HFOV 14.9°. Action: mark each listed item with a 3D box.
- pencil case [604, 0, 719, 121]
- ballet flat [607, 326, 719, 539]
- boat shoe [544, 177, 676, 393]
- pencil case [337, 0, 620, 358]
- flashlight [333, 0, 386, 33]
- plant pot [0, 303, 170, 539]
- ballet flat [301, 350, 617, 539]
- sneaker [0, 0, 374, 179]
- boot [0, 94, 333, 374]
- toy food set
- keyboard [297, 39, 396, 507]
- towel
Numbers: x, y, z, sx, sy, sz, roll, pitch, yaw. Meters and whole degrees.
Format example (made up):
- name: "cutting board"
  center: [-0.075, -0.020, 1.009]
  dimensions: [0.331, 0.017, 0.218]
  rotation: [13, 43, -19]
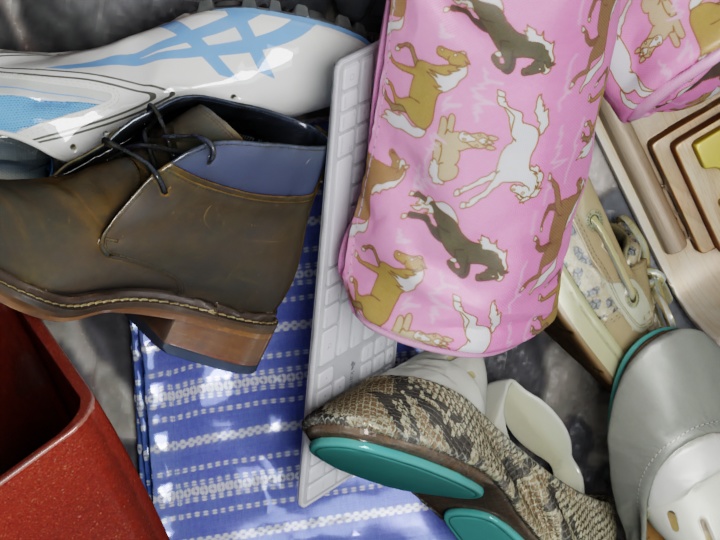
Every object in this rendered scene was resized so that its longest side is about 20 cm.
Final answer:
- name: "pencil case"
  center: [0.089, -0.158, 1.057]
  dimensions: [0.086, 0.083, 0.201]
  rotation: [-30, 81, -6]
- name: "ballet flat"
  center: [0.143, 0.112, 1.150]
  dimensions: [0.067, 0.064, 0.201]
  rotation: [-21, 132, -19]
- name: "boat shoe"
  center: [0.087, -0.017, 1.133]
  dimensions: [0.063, 0.073, 0.200]
  rotation: [-40, 118, -6]
- name: "pencil case"
  center: [0.043, -0.065, 1.012]
  dimensions: [0.083, 0.086, 0.201]
  rotation: [-23, 131, -43]
- name: "flashlight"
  center: [-0.056, -0.130, 1.081]
  dimensions: [0.199, 0.068, 0.068]
  rotation: [11, 62, -21]
- name: "plant pot"
  center: [-0.162, 0.130, 1.051]
  dimensions: [0.199, 0.200, 0.177]
  rotation: [-36, 122, -5]
- name: "ballet flat"
  center: [0.045, 0.075, 1.132]
  dimensions: [0.200, 0.068, 0.076]
  rotation: [38, 61, -45]
- name: "sneaker"
  center: [-0.090, -0.058, 1.073]
  dimensions: [0.199, 0.072, 0.073]
  rotation: [-10, 70, -5]
- name: "boot"
  center: [-0.094, -0.033, 1.012]
  dimensions: [0.199, 0.075, 0.097]
  rotation: [19, 103, -46]
- name: "toy food set"
  center: [0.168, -0.084, 1.151]
  dimensions: [0.143, 0.060, 0.201]
  rotation: [-30, 108, -7]
- name: "keyboard"
  center: [0.000, 0.000, 1.085]
  dimensions: [0.056, 0.011, 0.201]
  rotation: [-35, 139, -49]
- name: "towel"
  center: [-0.025, 0.038, 1.146]
  dimensions: [0.144, 0.024, 0.201]
  rotation: [-8, 104, -14]
